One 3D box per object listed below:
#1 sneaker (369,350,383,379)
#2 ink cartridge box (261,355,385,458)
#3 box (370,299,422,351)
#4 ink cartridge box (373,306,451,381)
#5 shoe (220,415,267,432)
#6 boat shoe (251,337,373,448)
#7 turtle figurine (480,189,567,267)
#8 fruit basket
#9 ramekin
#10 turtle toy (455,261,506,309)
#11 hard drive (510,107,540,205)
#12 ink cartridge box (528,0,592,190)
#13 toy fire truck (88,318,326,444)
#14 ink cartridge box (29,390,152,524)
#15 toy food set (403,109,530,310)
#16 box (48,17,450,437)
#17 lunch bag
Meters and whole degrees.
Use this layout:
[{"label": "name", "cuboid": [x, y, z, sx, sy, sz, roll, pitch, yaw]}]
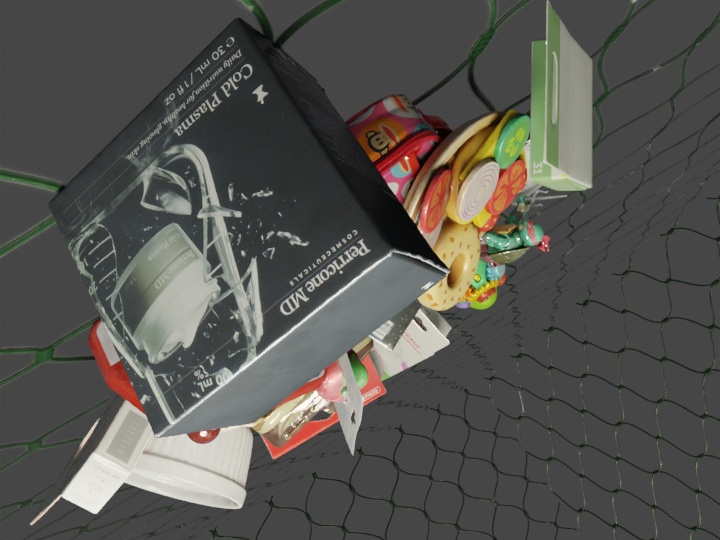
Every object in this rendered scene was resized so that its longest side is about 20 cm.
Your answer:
[{"label": "sneaker", "cuboid": [-0.069, 0.157, 1.056, 0.199, 0.079, 0.095, 10, 159, -12]}, {"label": "ink cartridge box", "cuboid": [-0.073, 0.153, 0.960, 0.199, 0.177, 0.045, -29, -167, -14]}, {"label": "box", "cuboid": [0.065, -0.007, 0.814, 0.201, 0.038, 0.137, -56, -171, -1]}, {"label": "ink cartridge box", "cuboid": [0.058, 0.087, 1.044, 0.067, 0.117, 0.200, -46, -174, -40]}, {"label": "shoe", "cuboid": [-0.128, 0.122, 0.772, 0.053, 0.070, 0.200, -39, -169, 13]}, {"label": "boat shoe", "cuboid": [-0.053, 0.160, 0.901, 0.200, 0.072, 0.072, -41, -161, -7]}, {"label": "turtle figurine", "cuboid": [0.178, -0.054, 0.920, 0.199, 0.101, 0.149, -15, 172, 37]}, {"label": "fruit basket", "cuboid": [-0.029, 0.091, 0.776, 0.093, 0.201, 0.186, -19, 150, -16]}, {"label": "ramekin", "cuboid": [-0.240, 0.240, 0.901, 0.199, 0.106, 0.200, 11, 152, 6]}, {"label": "turtle toy", "cuboid": [0.199, 0.012, 1.185, 0.145, 0.101, 0.200, -34, 162, 4]}, {"label": "hard drive", "cuboid": [0.232, -0.154, 0.925, 0.140, 0.038, 0.200, -40, 161, 21]}, {"label": "ink cartridge box", "cuboid": [0.192, -0.163, 0.671, 0.048, 0.147, 0.200, 1, 180, 32]}, {"label": "toy fire truck", "cuboid": [-0.148, 0.075, 0.658, 0.199, 0.168, 0.112, -19, 157, -36]}, {"label": "ink cartridge box", "cuboid": [-0.257, 0.165, 0.723, 0.176, 0.045, 0.200, -45, -163, 34]}, {"label": "toy food set", "cuboid": [0.103, -0.062, 0.663, 0.200, 0.049, 0.198, -52, 152, -6]}, {"label": "box", "cuboid": [-0.081, -0.023, 0.476, 0.200, 0.197, 0.124, -39, 161, 15]}, {"label": "lunch bag", "cuboid": [0.024, -0.087, 0.686, 0.176, 0.082, 0.200, -38, 161, 0]}]
